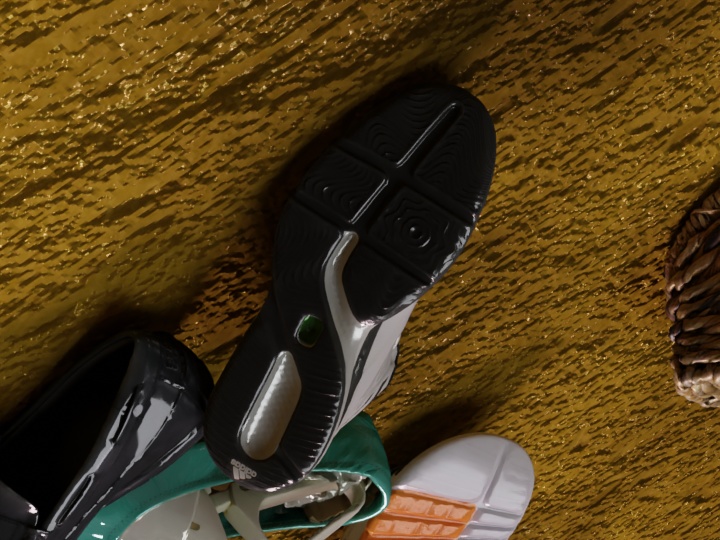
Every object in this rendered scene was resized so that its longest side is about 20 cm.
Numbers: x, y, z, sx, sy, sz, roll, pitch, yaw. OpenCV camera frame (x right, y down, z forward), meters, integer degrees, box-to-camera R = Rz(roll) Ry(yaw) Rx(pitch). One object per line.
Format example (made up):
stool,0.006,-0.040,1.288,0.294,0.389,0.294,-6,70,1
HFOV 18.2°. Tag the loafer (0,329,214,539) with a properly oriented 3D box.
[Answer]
loafer,-0.153,0.099,1.013,0.200,0.068,0.070,-43,142,6

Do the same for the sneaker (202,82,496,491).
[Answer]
sneaker,-0.001,0.000,1.027,0.201,0.076,0.115,-59,175,12

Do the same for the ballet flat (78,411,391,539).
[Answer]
ballet flat,-0.066,0.116,1.110,0.199,0.071,0.067,-11,144,-32

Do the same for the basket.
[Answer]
basket,0.252,-0.001,1.247,0.142,0.150,0.200,-12,165,37

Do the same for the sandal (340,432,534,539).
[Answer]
sandal,0.016,0.163,1.265,0.079,0.059,0.207,25,110,-23
